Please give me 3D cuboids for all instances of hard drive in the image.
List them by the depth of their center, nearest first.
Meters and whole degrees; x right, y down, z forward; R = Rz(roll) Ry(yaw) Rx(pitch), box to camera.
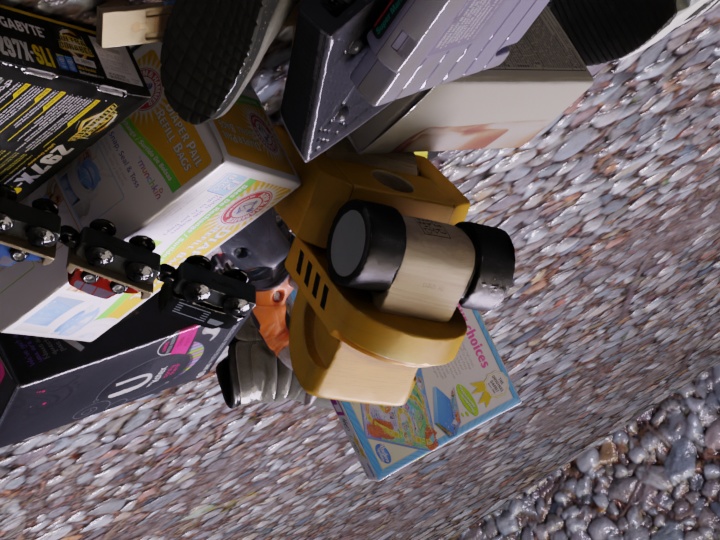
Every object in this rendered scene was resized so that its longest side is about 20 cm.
[{"bbox_3d":[0.031,-0.163,1.232,0.200,0.042,0.135,-40,160,-29],"label":"hard drive"}]

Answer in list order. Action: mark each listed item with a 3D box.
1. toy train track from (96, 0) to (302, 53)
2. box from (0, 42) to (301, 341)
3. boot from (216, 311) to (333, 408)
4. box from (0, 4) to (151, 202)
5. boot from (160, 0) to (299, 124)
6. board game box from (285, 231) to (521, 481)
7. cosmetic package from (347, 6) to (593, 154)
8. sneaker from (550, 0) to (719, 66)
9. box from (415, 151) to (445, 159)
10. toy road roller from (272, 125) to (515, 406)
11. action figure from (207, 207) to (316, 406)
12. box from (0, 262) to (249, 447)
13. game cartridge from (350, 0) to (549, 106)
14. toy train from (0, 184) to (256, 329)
[{"bbox_3d":[-0.072,-0.165,1.250,0.198,0.033,0.116,-11,123,-26],"label":"toy train track"},{"bbox_3d":[-0.157,-0.050,1.335,0.199,0.102,0.112,-36,161,20],"label":"box"},{"bbox_3d":[-0.048,0.013,1.610,0.129,0.202,0.068,7,167,-15],"label":"boot"},{"bbox_3d":[-0.246,-0.076,1.209,0.199,0.050,0.159,-36,164,22],"label":"box"},{"bbox_3d":[-0.031,-0.172,1.204,0.130,0.068,0.201,-10,139,-47],"label":"boot"},{"bbox_3d":[0.023,0.043,1.572,0.134,0.201,0.034,-26,-176,-14],"label":"board game box"},{"bbox_3d":[0.061,-0.146,1.420,0.087,0.104,0.199,-41,158,32],"label":"cosmetic package"},{"bbox_3d":[0.236,-0.213,1.547,0.199,0.075,0.088,-28,169,22],"label":"sneaker"},{"bbox_3d":[0.000,-0.095,1.551,0.199,0.050,0.075,-26,164,-9],"label":"box"},{"bbox_3d":[0.000,0.000,1.376,0.122,0.200,0.147,10,116,-31],"label":"toy road roller"},{"bbox_3d":[-0.046,-0.033,1.453,0.200,0.194,0.105,-47,-165,-10],"label":"action figure"},{"bbox_3d":[-0.201,0.039,1.510,0.199,0.107,0.122,-19,161,-30],"label":"box"},{"bbox_3d":[0.082,-0.178,1.146,0.129,0.039,0.200,-17,155,-43],"label":"game cartridge"},{"bbox_3d":[-0.159,-0.005,1.259,0.199,0.034,0.046,20,133,-23],"label":"toy train"}]
